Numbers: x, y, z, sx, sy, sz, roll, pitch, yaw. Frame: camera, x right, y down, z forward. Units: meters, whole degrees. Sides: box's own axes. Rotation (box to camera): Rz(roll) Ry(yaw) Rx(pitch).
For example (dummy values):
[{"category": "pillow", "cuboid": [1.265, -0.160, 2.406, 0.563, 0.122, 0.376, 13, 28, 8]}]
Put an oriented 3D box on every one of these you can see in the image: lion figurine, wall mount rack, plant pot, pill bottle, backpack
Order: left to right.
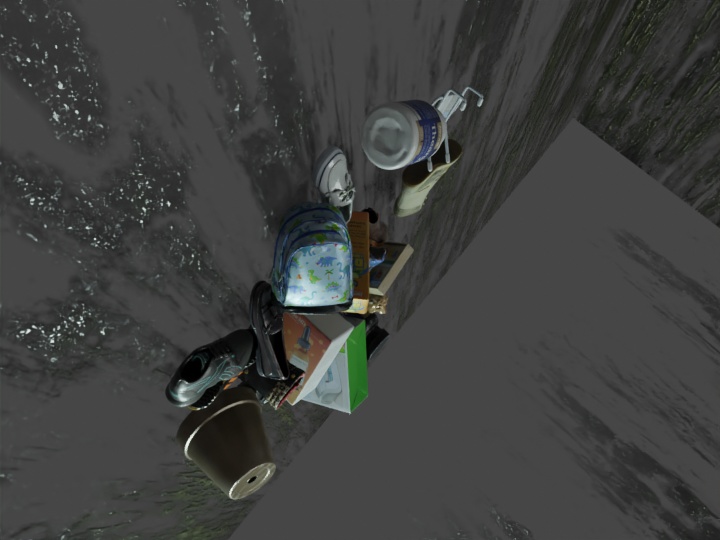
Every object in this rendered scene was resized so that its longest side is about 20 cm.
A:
[{"category": "plant pot", "cuboid": [-0.275, 0.386, 1.474, 0.197, 0.174, 0.202, -29, 149, -19]}, {"category": "backpack", "cuboid": [-0.079, -0.019, 1.184, 0.155, 0.158, 0.205, -108, -158, -64]}, {"category": "pill bottle", "cuboid": [-0.025, 0.126, 1.695, 0.112, 0.199, 0.112, -47, 168, -13]}, {"category": "lion figurine", "cuboid": [0.038, 0.011, 1.652, 0.121, 0.071, 0.205, -19, -129, 54]}, {"category": "pill bottle", "cuboid": [0.089, -0.253, 1.247, 0.112, 0.110, 0.199, -57, 166, 28]}, {"category": "wall mount rack", "cuboid": [0.194, -0.323, 1.515, 0.199, 0.074, 0.176, -31, 156, -57]}]

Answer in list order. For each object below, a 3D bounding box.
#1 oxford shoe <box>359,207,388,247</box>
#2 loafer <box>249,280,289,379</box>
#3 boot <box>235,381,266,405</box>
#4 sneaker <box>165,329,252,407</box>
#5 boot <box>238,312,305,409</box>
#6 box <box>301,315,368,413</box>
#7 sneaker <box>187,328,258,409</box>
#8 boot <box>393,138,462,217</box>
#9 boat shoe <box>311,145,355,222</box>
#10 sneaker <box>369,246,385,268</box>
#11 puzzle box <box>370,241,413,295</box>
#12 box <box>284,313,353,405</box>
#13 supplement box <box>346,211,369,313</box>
[{"category": "oxford shoe", "cuboid": [0.028, -0.102, 1.555, 0.074, 0.071, 0.199, -59, 166, 17]}, {"category": "loafer", "cuboid": [-0.166, 0.117, 1.298, 0.072, 0.062, 0.205, -34, 131, -49]}, {"category": "boot", "cuboid": [-0.223, 0.266, 1.657, 0.201, 0.076, 0.168, -48, 172, 11]}, {"category": "sneaker", "cuboid": [-0.266, 0.167, 1.236, 0.200, 0.075, 0.080, -42, 163, -39]}, {"category": "boot", "cuboid": [-0.171, 0.167, 1.397, 0.201, 0.150, 0.073, -51, 168, 0]}, {"category": "box", "cuboid": [-0.077, 0.212, 1.630, 0.096, 0.172, 0.206, -31, 125, -54]}, {"category": "sneaker", "cuboid": [-0.270, 0.193, 1.340, 0.200, 0.070, 0.090, -46, -177, -26]}, {"category": "boot", "cuboid": [0.162, -0.228, 1.682, 0.199, 0.072, 0.156, -40, 163, -26]}, {"category": "boat shoe", "cuboid": [-0.036, -0.147, 1.195, 0.074, 0.066, 0.201, -48, 167, -12]}, {"category": "sneaker", "cuboid": [0.000, 0.000, 1.526, 0.077, 0.092, 0.199, 3, 166, -25]}, {"category": "puzzle box", "cuboid": [0.030, -0.011, 1.608, 0.134, 0.025, 0.198, -55, -152, -17]}, {"category": "box", "cuboid": [-0.135, 0.164, 1.516, 0.202, 0.151, 0.106, -58, 164, 27]}, {"category": "supplement box", "cuboid": [-0.015, -0.019, 1.381, 0.069, 0.064, 0.205, 109, -18, -63]}]
